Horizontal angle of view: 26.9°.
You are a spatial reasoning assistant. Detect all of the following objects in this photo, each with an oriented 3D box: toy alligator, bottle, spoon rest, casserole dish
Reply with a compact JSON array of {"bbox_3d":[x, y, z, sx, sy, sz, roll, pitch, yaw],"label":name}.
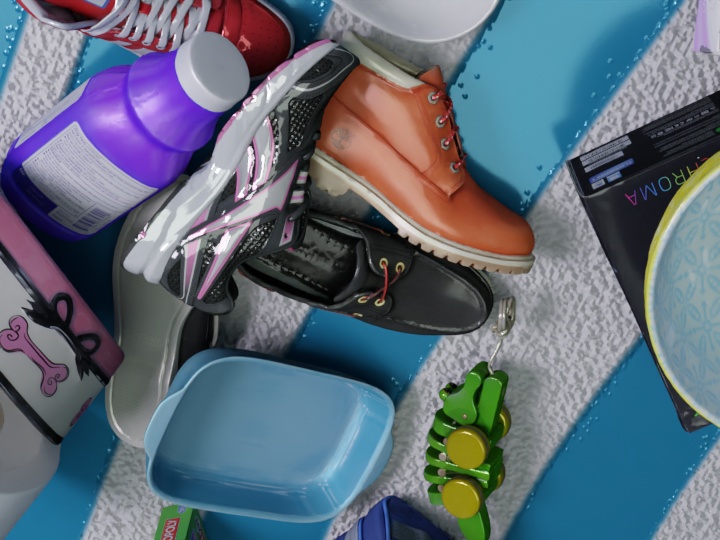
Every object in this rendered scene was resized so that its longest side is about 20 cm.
[{"bbox_3d":[0.075,0.107,1.078,0.054,0.059,0.202,12,112,22],"label":"toy alligator"},{"bbox_3d":[-0.149,-0.087,0.961,0.083,0.066,0.199,39,136,-24],"label":"bottle"},{"bbox_3d":[-0.004,-0.200,0.965,0.198,0.061,0.100,5,110,-1],"label":"spoon rest"},{"bbox_3d":[-0.066,0.113,1.056,0.199,0.039,0.122,15,109,-36],"label":"casserole dish"}]

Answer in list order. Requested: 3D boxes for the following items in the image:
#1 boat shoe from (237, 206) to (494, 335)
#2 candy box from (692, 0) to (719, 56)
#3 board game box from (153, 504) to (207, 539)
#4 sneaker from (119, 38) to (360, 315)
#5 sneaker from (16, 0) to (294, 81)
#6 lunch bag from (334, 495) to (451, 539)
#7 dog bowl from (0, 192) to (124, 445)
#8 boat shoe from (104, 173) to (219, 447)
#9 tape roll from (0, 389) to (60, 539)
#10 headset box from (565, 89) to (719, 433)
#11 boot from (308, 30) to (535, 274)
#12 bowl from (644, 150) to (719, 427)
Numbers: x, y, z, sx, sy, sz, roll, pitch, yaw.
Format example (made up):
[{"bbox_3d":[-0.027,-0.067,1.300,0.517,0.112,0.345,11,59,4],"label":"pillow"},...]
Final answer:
[{"bbox_3d":[-0.001,0.003,1.039,0.200,0.063,0.074,21,106,-8],"label":"boat shoe"},{"bbox_3d":[0.319,-0.211,0.937,0.198,0.072,0.169,5,99,-1],"label":"candy box"},{"bbox_3d":[-0.115,0.290,1.105,0.029,0.135,0.202,-13,109,5],"label":"board game box"},{"bbox_3d":[-0.060,-0.057,0.962,0.086,0.080,0.200,38,104,-8],"label":"sneaker"},{"bbox_3d":[-0.136,-0.168,0.946,0.198,0.112,0.072,17,94,-6],"label":"sneaker"},{"bbox_3d":[0.054,0.272,1.096,0.200,0.136,0.132,41,106,-14],"label":"lunch bag"},{"bbox_3d":[-0.231,0.013,0.982,0.074,0.200,0.201,-37,107,-10],"label":"dog bowl"},{"bbox_3d":[-0.129,0.025,1.049,0.073,0.060,0.202,17,109,23],"label":"boat shoe"},{"bbox_3d":[-0.300,0.100,1.004,0.202,0.203,0.071,36,106,-12],"label":"tape roll"},{"bbox_3d":[0.259,-0.011,1.013,0.173,0.093,0.201,-23,108,9],"label":"headset box"},{"bbox_3d":[0.047,-0.076,1.005,0.199,0.075,0.108,31,103,-9],"label":"boot"},{"bbox_3d":[0.264,-0.005,0.907,0.198,0.108,0.202,0,111,1],"label":"bowl"}]
